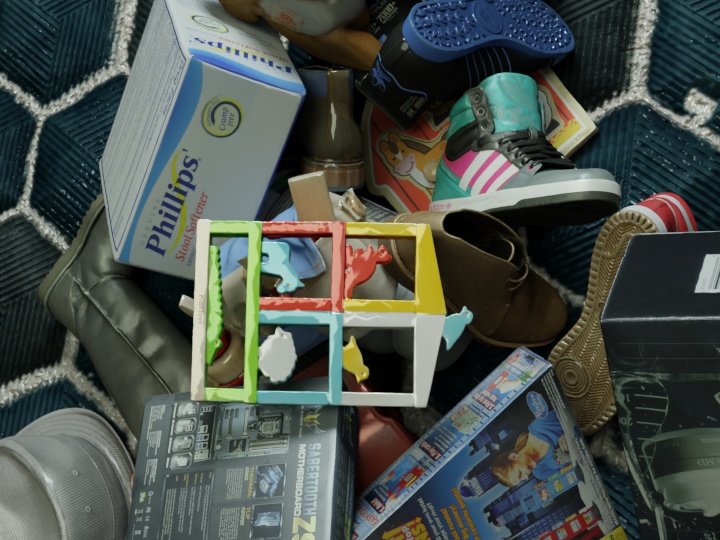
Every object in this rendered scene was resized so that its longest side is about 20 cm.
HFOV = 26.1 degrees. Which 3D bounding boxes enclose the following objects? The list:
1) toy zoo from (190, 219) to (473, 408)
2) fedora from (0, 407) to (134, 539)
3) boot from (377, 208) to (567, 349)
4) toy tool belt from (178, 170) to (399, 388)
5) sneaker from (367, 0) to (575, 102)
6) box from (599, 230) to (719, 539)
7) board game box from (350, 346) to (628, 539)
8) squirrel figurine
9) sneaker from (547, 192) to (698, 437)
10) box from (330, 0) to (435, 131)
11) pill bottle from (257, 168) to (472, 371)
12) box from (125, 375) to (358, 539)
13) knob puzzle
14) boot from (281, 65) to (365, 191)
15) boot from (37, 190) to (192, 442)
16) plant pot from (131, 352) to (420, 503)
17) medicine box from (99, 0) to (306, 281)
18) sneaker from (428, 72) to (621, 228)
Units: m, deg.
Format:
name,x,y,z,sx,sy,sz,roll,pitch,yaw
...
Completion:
name,x,y,z,sx,sy,sz,roll,pitch,yaw
toy zoo,-0.019,0.031,1.106,0.198,0.020,0.132,1,83,1
fedora,-0.287,0.214,1.377,0.176,0.090,0.201,-25,67,16
boot,0.106,0.007,1.192,0.075,0.199,0.074,-18,57,41
toy tool belt,-0.074,0.006,1.193,0.199,0.123,0.125,-31,35,23
sneaker,0.089,-0.179,1.267,0.078,0.199,0.070,-44,64,41
box,0.287,0.084,1.080,0.199,0.198,0.124,-2,31,24
board game box,0.085,0.194,1.151,0.199,0.062,0.201,-28,107,-10
squirrel figurine,-0.032,-0.285,1.268,0.199,0.142,0.188,14,70,37
sneaker,0.210,0.032,1.222,0.071,0.112,0.201,27,119,21
box,0.045,-0.251,1.339,0.200,0.086,0.164,-46,49,7
pill bottle,0.000,0.000,1.293,0.199,0.113,0.114,26,87,29
box,-0.085,0.177,1.104,0.157,0.051,0.201,-8,54,15
knob puzzle,0.078,-0.135,1.342,0.218,0.030,0.221,-7,73,23
boot,-0.037,-0.137,1.317,0.200,0.074,0.098,-136,45,-65
boot,-0.191,0.035,1.395,0.200,0.072,0.182,47,111,34
plant pot,-0.044,0.177,1.229,0.195,0.201,0.201,-40,63,1
medicine box,-0.137,-0.116,1.289,0.200,0.102,0.183,-115,44,-59
sneaker,0.131,-0.097,1.227,0.199,0.083,0.122,-3,79,53
